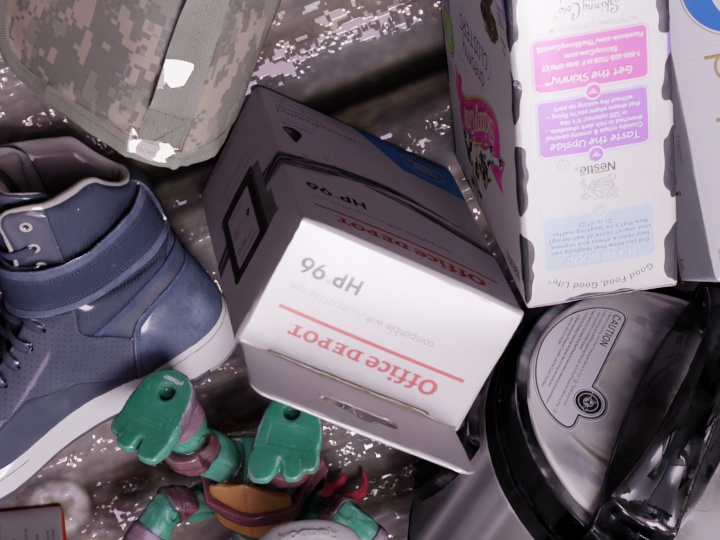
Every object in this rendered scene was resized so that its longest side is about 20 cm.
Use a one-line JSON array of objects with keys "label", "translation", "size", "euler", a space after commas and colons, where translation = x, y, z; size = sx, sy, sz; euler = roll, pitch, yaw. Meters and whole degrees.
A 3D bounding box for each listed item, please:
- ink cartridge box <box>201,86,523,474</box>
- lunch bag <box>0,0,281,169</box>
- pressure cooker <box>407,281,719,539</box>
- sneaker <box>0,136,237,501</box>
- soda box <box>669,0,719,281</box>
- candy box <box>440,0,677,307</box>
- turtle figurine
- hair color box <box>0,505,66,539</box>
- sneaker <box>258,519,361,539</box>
[{"label": "ink cartridge box", "translation": [0.000, 0.000, 0.932], "size": [0.115, 0.200, 0.068], "euler": [22, 110, -20]}, {"label": "lunch bag", "translation": [-0.077, -0.154, 0.842], "size": [0.117, 0.200, 0.165], "euler": [15, 113, -18]}, {"label": "pressure cooker", "translation": [0.129, 0.103, 0.993], "size": [0.178, 0.177, 0.200], "euler": [-4, 148, -24]}, {"label": "sneaker", "translation": [-0.174, 0.024, 0.973], "size": [0.202, 0.077, 0.147], "euler": [-32, 129, -5]}, {"label": "soda box", "translation": [0.167, -0.098, 0.947], "size": [0.063, 0.068, 0.201], "euler": [-12, 91, -5]}, {"label": "candy box", "translation": [0.082, -0.111, 0.911], "size": [0.071, 0.168, 0.201], "euler": [-9, 117, -5]}, {"label": "turtle figurine", "translation": [-0.055, 0.120, 1.027], "size": [0.149, 0.101, 0.200], "euler": [-7, 148, 3]}, {"label": "hair color box", "translation": [-0.245, 0.178, 1.030], "size": [0.199, 0.102, 0.062], "euler": [-4, 117, -8]}, {"label": "sneaker", "translation": [-0.020, 0.217, 0.991], "size": [0.073, 0.112, 0.201], "euler": [-6, 142, 3]}]
